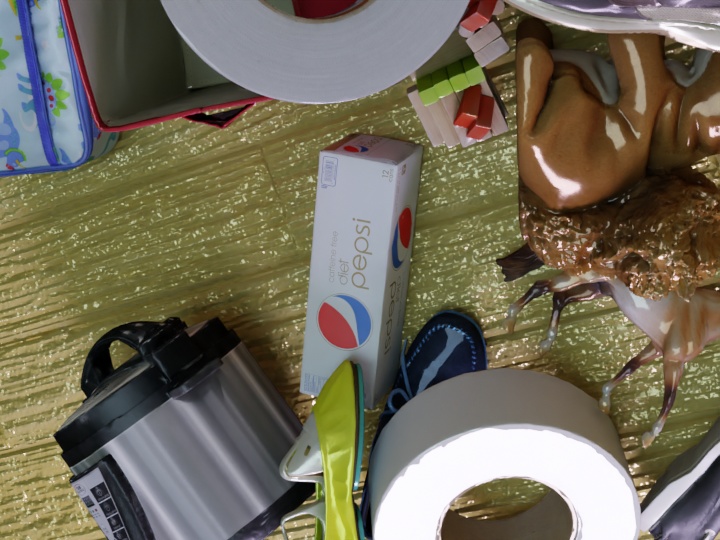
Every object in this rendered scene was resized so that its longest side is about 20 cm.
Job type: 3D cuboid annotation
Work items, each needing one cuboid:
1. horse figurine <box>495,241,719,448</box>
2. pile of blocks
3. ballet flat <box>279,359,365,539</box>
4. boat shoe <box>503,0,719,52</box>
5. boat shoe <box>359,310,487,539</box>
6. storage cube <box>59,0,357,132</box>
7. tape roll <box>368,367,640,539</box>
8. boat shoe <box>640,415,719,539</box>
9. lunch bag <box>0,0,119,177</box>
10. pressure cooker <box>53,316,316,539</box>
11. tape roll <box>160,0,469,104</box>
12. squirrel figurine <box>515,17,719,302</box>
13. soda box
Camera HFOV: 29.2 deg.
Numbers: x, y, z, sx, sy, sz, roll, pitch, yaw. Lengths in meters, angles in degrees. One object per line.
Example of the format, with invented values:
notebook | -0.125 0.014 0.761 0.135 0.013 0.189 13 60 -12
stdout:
horse figurine | 0.192 0.030 1.009 0.200 0.050 0.133 40 96 13
pile of blocks | 0.063 -0.166 0.918 0.082 0.062 0.201 -2 119 -1
ballet flat | -0.027 0.168 1.032 0.067 0.067 0.201 -2 91 -8
boat shoe | 0.177 -0.183 0.853 0.199 0.072 0.065 11 129 -4
boat shoe | 0.051 0.131 1.091 0.084 0.069 0.201 18 112 14
storage cube | -0.095 -0.210 0.978 0.170 0.180 0.201 -8 104 22
tape roll | 0.106 0.175 1.042 0.201 0.071 0.203 -2 121 -3
boat shoe | 0.277 0.137 1.006 0.060 0.074 0.200 38 119 6
lunch bag | -0.279 -0.178 1.114 0.160 0.082 0.201 0 108 18
pressure cooker | -0.146 0.132 1.111 0.176 0.179 0.200 -34 94 13
tape roll | -0.029 -0.203 0.834 0.199 0.066 0.201 -1 101 -6
squirrel figurine | 0.200 -0.083 0.940 0.186 0.142 0.201 -1 99 7
soda box | 0.000 0.000 1.070 0.063 0.068 0.201 12 111 16
